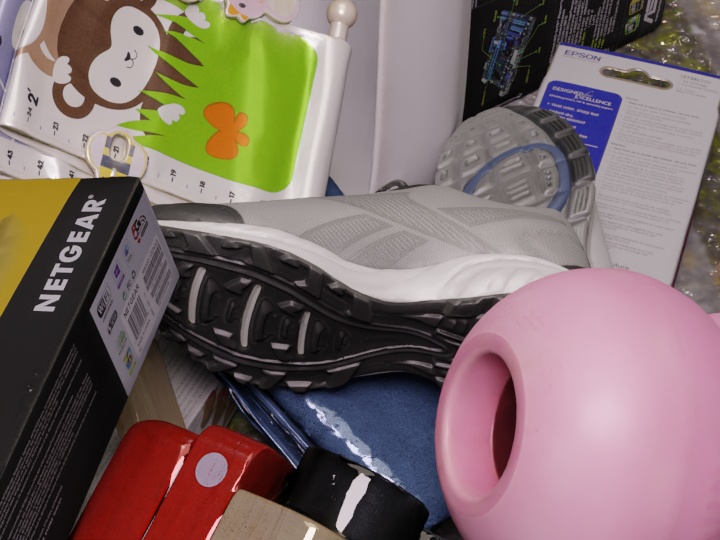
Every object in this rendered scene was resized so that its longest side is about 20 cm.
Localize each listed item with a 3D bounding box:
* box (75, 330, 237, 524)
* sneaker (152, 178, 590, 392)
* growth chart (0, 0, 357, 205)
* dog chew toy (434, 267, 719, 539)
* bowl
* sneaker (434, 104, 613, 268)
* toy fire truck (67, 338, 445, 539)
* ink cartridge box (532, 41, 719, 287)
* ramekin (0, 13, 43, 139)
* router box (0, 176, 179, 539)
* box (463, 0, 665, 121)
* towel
[{"bbox_3d":[-0.087,0.068,0.888,0.041,0.039,0.201,16,42,14],"label":"box"},{"bbox_3d":[0.000,0.000,0.838,0.198,0.074,0.080,7,45,-11],"label":"sneaker"},{"bbox_3d":[-0.092,-0.071,0.848,0.198,0.018,0.146,9,77,-28],"label":"growth chart"},{"bbox_3d":[0.129,0.069,0.782,0.198,0.125,0.125,9,37,-25],"label":"dog chew toy"},{"bbox_3d":[-0.012,-0.135,0.994,0.074,0.202,0.199,-11,24,-29],"label":"bowl"},{"bbox_3d":[0.085,0.014,0.920,0.074,0.087,0.201,-18,56,0],"label":"sneaker"},{"bbox_3d":[-0.053,0.094,0.752,0.199,0.176,0.130,20,75,30],"label":"toy fire truck"},{"bbox_3d":[0.121,-0.040,1.038,0.094,0.037,0.201,13,44,11],"label":"ink cartridge box"},{"bbox_3d":[-0.179,-0.081,0.937,0.199,0.202,0.105,30,37,27],"label":"ramekin"},{"bbox_3d":[-0.166,0.053,0.702,0.156,0.053,0.201,-1,44,20],"label":"router box"},{"bbox_3d":[0.095,-0.185,1.077,0.192,0.201,0.047,-26,50,-30],"label":"box"},{"bbox_3d":[-0.016,0.027,0.894,0.200,0.049,0.111,47,47,14],"label":"towel"}]
